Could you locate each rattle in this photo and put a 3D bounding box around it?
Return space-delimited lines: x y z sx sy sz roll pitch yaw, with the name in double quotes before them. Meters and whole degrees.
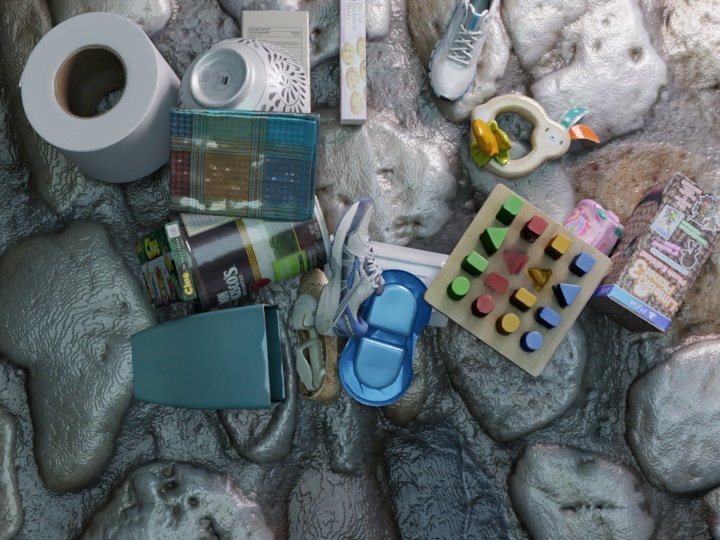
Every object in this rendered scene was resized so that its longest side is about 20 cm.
"rattle" 0.259 -0.211 1.553 0.197 0.143 0.132 1 68 4

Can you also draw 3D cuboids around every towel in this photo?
"towel" -0.155 -0.139 1.409 0.197 0.022 0.149 3 110 -3

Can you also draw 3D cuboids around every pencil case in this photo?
"pencil case" 0.305 -0.004 1.565 0.087 0.087 0.201 36 85 0

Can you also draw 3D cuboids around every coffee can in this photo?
"coffee can" -0.156 -0.045 1.508 0.198 0.146 0.148 -21 88 -10

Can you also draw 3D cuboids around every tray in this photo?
"tray" 0.042 0.015 1.586 0.197 0.022 0.109 10 87 -2

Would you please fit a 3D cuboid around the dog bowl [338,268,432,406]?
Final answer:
"dog bowl" 0.036 0.095 1.553 0.110 0.050 0.203 16 95 -2

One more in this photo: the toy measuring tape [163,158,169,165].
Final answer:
"toy measuring tape" -0.224 -0.133 1.562 0.197 0.074 0.075 -4 87 -1

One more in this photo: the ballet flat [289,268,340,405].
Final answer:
"ballet flat" -0.069 0.097 1.548 0.070 0.065 0.203 -12 85 36

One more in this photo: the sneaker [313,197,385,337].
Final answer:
"sneaker" 0.000 0.000 1.493 0.084 0.077 0.203 15 99 12

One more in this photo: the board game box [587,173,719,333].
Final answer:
"board game box" 0.425 -0.020 1.534 0.096 0.159 0.201 31 86 1

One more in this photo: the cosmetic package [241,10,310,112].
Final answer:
"cosmetic package" -0.123 -0.272 1.545 0.103 0.071 0.203 1 71 -3

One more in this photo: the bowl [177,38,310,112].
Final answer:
"bowl" -0.175 -0.243 1.447 0.198 0.094 0.204 -5 71 15

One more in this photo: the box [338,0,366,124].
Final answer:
"box" -0.012 -0.320 1.594 0.041 0.039 0.203 0 87 -3

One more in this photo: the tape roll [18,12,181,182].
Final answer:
"tape roll" -0.358 -0.241 1.506 0.199 0.139 0.206 -2 77 9

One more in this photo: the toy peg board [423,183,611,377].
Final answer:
"toy peg board" 0.222 0.010 1.475 0.198 0.098 0.201 34 86 4

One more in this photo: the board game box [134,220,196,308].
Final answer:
"board game box" -0.274 -0.004 1.486 0.023 0.200 0.106 -12 89 -24

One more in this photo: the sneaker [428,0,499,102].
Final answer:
"sneaker" 0.156 -0.351 1.579 0.074 0.087 0.203 18 87 -3

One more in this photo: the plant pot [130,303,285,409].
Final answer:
"plant pot" -0.218 0.127 1.514 0.197 0.141 0.144 -4 87 4
